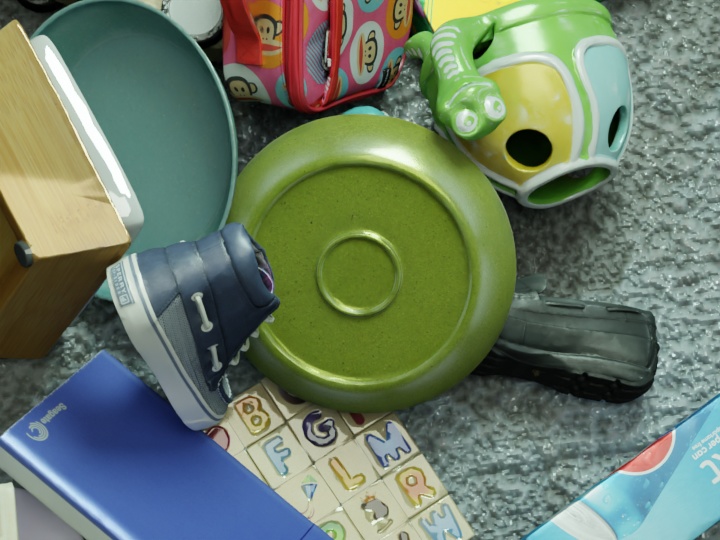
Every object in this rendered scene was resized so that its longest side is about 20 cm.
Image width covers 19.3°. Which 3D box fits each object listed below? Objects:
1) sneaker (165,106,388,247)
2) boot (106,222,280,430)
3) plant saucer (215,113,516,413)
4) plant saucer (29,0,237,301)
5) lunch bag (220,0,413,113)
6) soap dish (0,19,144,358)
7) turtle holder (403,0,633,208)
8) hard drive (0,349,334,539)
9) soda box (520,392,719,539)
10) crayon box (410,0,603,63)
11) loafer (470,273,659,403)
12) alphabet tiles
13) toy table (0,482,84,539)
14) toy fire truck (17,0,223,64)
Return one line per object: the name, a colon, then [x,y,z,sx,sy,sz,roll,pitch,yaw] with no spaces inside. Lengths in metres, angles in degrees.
sneaker: [-0.060,-0.045,1.422,0.200,0.080,0.078,-41,83,-12]
boot: [-0.087,0.038,1.328,0.090,0.200,0.073,-20,66,2]
plant saucer: [0.000,0.000,1.368,0.200,0.031,0.200,1,103,6]
plant saucer: [-0.152,-0.080,1.394,0.036,0.200,0.200,-14,72,-56]
lunch bag: [-0.034,-0.207,1.394,0.082,0.176,0.200,12,110,29]
soap dish: [-0.223,-0.041,1.337,0.081,0.200,0.157,-23,78,-32]
turtle holder: [0.115,-0.119,1.413,0.141,0.186,0.132,-20,76,0]
hard drive: [-0.123,0.146,1.345,0.200,0.025,0.132,39,33,4]
soda box: [0.199,0.153,1.411,0.200,0.064,0.068,-34,81,-15]
crayon box: [0.114,-0.238,1.511,0.200,0.058,0.119,-21,78,-13]
loafer: [0.105,0.036,1.433,0.200,0.068,0.070,13,65,-9]
alphabet tiles: [-0.027,0.165,1.407,0.166,0.006,0.200,-32,81,-14]
toy table: [-0.217,0.228,1.308,0.184,0.117,0.200,-16,78,-11]
toy fire truck: [-0.140,-0.257,1.464,0.176,0.129,0.200,21,83,-2]
